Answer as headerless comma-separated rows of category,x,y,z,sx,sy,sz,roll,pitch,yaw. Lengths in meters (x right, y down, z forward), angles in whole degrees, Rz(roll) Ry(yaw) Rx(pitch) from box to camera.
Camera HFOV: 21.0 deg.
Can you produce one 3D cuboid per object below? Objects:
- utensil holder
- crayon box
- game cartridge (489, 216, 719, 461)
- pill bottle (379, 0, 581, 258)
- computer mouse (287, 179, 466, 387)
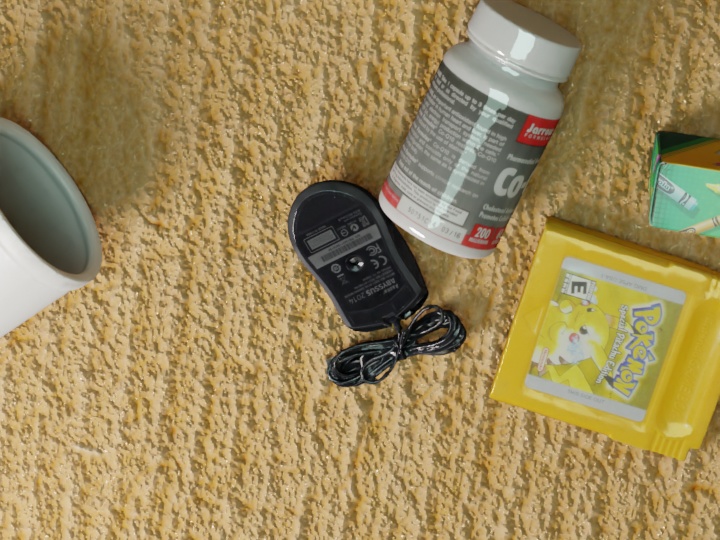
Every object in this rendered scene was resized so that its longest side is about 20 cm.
utensil holder,-0.360,-0.012,1.730,0.199,0.170,0.171,-33,100,17
crayon box,0.344,-0.064,1.638,0.198,0.119,0.059,9,108,5
game cartridge,0.234,0.064,1.739,0.198,0.032,0.178,18,108,4
pill bottle,0.105,-0.123,1.658,0.113,0.114,0.201,26,109,0
computer mouse,0.000,0.000,1.747,0.137,0.053,0.201,-20,113,15
